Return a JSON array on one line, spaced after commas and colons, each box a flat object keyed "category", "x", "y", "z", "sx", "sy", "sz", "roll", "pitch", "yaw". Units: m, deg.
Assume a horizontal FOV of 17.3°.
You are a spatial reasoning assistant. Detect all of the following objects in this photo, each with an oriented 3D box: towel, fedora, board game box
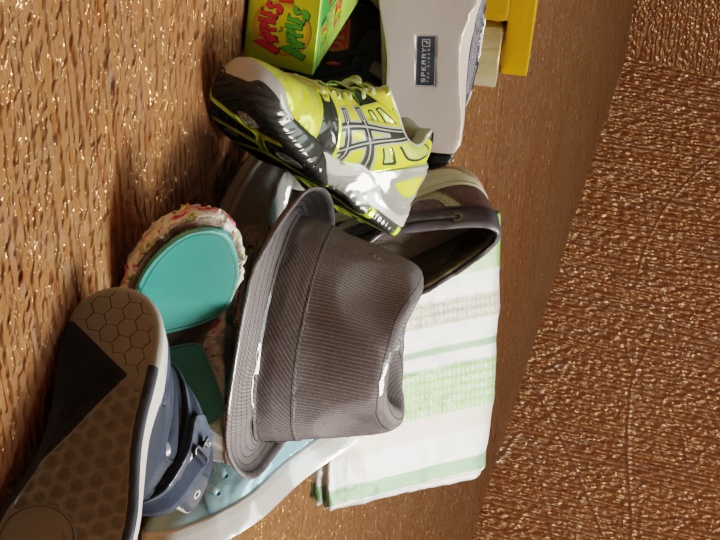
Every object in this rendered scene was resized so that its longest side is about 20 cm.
[{"category": "towel", "x": 0.031, "y": 0.061, "z": 1.655, "sx": 0.149, "sy": 0.031, "sz": 0.201, "roll": -9, "pitch": 111, "yaw": -34}, {"category": "fedora", "x": -0.012, "y": 0.043, "z": 1.411, "sx": 0.200, "sy": 0.090, "sz": 0.178, "roll": -29, "pitch": 129, "yaw": -81}, {"category": "board game box", "x": -0.018, "y": -0.218, "z": 1.505, "sx": 0.200, "sy": 0.047, "sz": 0.102, "roll": -63, "pitch": 164, "yaw": -54}]

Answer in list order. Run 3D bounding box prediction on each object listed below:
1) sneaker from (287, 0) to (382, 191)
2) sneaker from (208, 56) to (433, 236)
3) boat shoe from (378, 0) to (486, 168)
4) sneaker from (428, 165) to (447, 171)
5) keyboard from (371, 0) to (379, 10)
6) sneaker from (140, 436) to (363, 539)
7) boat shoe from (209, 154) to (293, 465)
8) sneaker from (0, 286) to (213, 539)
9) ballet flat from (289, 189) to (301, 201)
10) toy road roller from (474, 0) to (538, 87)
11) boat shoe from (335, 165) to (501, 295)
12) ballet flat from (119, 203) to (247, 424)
[{"category": "sneaker", "x": -0.018, "y": -0.129, "z": 1.588, "sx": 0.200, "sy": 0.075, "sz": 0.085, "roll": -74, "pitch": 166, "yaw": -55}, {"category": "sneaker", "x": -0.023, "y": -0.092, "z": 1.450, "sx": 0.077, "sy": 0.075, "sz": 0.200, "roll": -62, "pitch": 147, "yaw": -5}, {"category": "boat shoe", "x": 0.047, "y": -0.176, "z": 1.555, "sx": 0.093, "sy": 0.074, "sz": 0.201, "roll": -81, "pitch": 179, "yaw": -62}, {"category": "sneaker", "x": 0.033, "y": 0.012, "z": 1.728, "sx": 0.112, "sy": 0.073, "sz": 0.201, "roll": -89, "pitch": -164, "yaw": -73}, {"category": "keyboard", "x": 0.010, "y": -0.206, "z": 1.510, "sx": 0.200, "sy": 0.011, "sz": 0.057, "roll": 28, "pitch": 76, "yaw": -81}, {"category": "sneaker", "x": -0.078, "y": 0.111, "z": 1.545, "sx": 0.200, "sy": 0.074, "sz": 0.082, "roll": -37, "pitch": 107, "yaw": -36}, {"category": "boat shoe", "x": -0.072, "y": 0.023, "z": 1.494, "sx": 0.074, "sy": 0.065, "sz": 0.203, "roll": 70, "pitch": 35, "yaw": -74}, {"category": "sneaker", "x": -0.135, "y": 0.130, "z": 1.255, "sx": 0.146, "sy": 0.077, "sz": 0.203, "roll": 79, "pitch": 26, "yaw": -63}, {"category": "ballet flat", "x": -0.035, "y": -0.026, "z": 1.643, "sx": 0.200, "sy": 0.071, "sz": 0.072, "roll": -20, "pitch": 124, "yaw": -78}, {"category": "toy road roller", "x": 0.078, "y": -0.254, "z": 1.812, "sx": 0.146, "sy": 0.122, "sz": 0.201, "roll": -82, "pitch": 178, "yaw": -50}, {"category": "boat shoe", "x": 0.000, "y": 0.000, "z": 1.547, "sx": 0.065, "sy": 0.199, "sz": 0.072, "roll": 55, "pitch": -10, "yaw": 55}, {"category": "ballet flat", "x": -0.105, "y": 0.015, "z": 1.347, "sx": 0.200, "sy": 0.075, "sz": 0.064, "roll": 99, "pitch": -21, "yaw": -52}]
